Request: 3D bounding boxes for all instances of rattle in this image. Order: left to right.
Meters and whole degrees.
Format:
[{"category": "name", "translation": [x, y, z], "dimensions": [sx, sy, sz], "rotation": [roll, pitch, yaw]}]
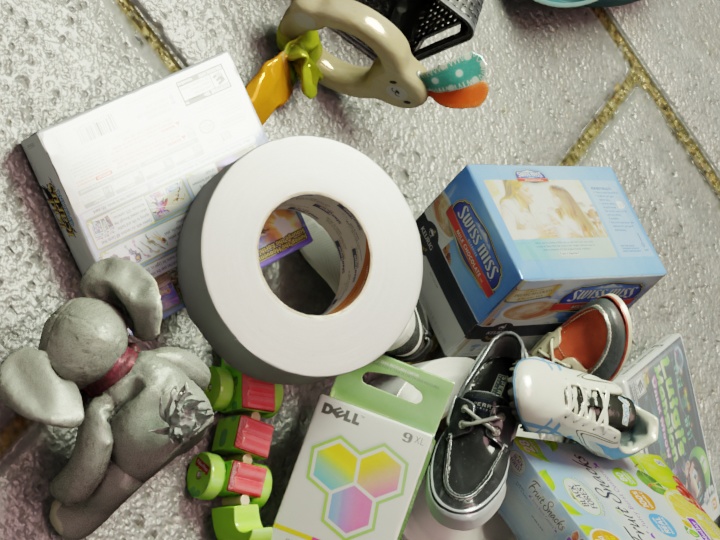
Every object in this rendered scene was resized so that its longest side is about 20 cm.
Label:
[{"category": "rattle", "translation": [0.005, -0.155, 1.618], "dimensions": [0.199, 0.130, 0.143], "rotation": [29, 47, -6]}]

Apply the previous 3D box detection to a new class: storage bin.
[{"category": "storage bin", "translation": [0.012, -0.290, 1.672], "dimensions": [0.200, 0.135, 0.094], "rotation": [34, 61, -28]}]

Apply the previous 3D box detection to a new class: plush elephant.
[{"category": "plush elephant", "translation": [-0.199, 0.090, 1.406], "dimensions": [0.165, 0.200, 0.155], "rotation": [-40, 86, -30]}]

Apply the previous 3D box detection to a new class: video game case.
[{"category": "video game case", "translation": [-0.160, -0.065, 1.525], "dimensions": [0.199, 0.045, 0.182], "rotation": [-28, 96, -32]}, {"category": "video game case", "translation": [0.310, 0.182, 1.827], "dimensions": [0.182, 0.023, 0.201], "rotation": [-26, 104, -60]}]

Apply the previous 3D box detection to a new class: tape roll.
[{"category": "tape roll", "translation": [-0.050, -0.008, 1.506], "dimensions": [0.199, 0.066, 0.202], "rotation": [4, 79, -23]}, {"category": "tape roll", "translation": [0.076, 0.182, 1.657], "dimensions": [0.201, 0.071, 0.204], "rotation": [11, 73, -36]}]

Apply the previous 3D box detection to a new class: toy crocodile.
[{"category": "toy crocodile", "translation": [-0.099, 0.137, 1.530], "dimensions": [0.067, 0.062, 0.201], "rotation": [18, 68, -35]}]

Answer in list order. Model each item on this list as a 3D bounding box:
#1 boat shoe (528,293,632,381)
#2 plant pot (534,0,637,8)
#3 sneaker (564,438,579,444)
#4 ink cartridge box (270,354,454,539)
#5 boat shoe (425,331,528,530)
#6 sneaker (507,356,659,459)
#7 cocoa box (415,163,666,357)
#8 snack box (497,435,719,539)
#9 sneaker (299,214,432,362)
[{"category": "boat shoe", "translation": [0.186, 0.091, 1.692], "dimensions": [0.062, 0.200, 0.072], "rotation": [-6, 61, -30]}, {"category": "plant pot", "translation": [0.262, -0.364, 1.872], "dimensions": [0.187, 0.199, 0.202], "rotation": [-2, 80, -55]}, {"category": "sneaker", "translation": [0.242, 0.195, 1.788], "dimensions": [0.083, 0.072, 0.201], "rotation": [43, 56, -25]}, {"category": "ink cartridge box", "translation": [0.001, 0.168, 1.540], "dimensions": [0.103, 0.059, 0.201], "rotation": [20, 82, 7]}, {"category": "boat shoe", "translation": [0.107, 0.134, 1.573], "dimensions": [0.068, 0.071, 0.200], "rotation": [91, 20, -44]}, {"category": "sneaker", "translation": [0.195, 0.118, 1.592], "dimensions": [0.200, 0.072, 0.072], "rotation": [24, 61, -49]}, {"category": "cocoa box", "translation": [0.161, -0.012, 1.708], "dimensions": [0.199, 0.131, 0.134], "rotation": [-2, 57, -39]}, {"category": "snack box", "translation": [0.231, 0.233, 1.622], "dimensions": [0.199, 0.068, 0.169], "rotation": [10, 29, -37]}, {"category": "sneaker", "translation": [0.000, 0.000, 1.648], "dimensions": [0.201, 0.073, 0.112], "rotation": [65, 7, 24]}]
